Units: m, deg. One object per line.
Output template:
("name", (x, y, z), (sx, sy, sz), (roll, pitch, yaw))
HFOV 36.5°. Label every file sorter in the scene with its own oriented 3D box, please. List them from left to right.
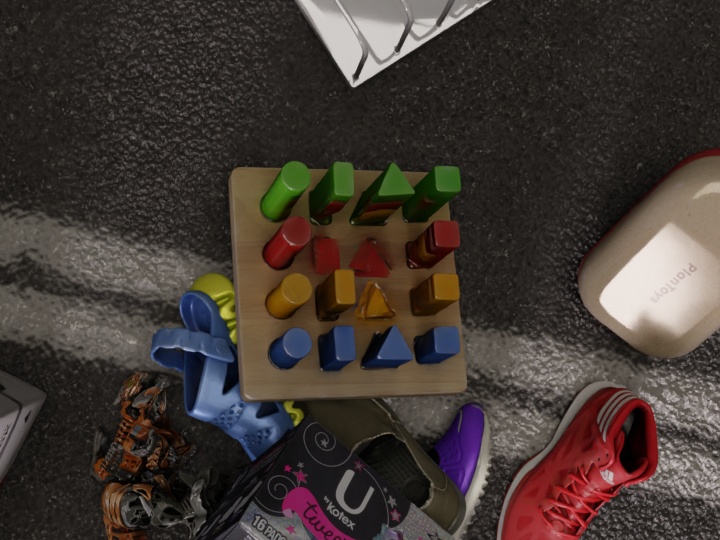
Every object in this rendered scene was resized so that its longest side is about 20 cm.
("file sorter", (0.042, -0.279, 0.949), (0.199, 0.125, 0.139), (-33, 91, -5))

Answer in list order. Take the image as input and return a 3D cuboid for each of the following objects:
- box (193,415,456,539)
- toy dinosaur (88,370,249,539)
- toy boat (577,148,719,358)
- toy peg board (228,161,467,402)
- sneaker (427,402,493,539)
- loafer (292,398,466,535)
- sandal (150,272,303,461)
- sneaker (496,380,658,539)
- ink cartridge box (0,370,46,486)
("box", (-0.018, 0.233, 0.846), (0.200, 0.132, 0.115), (40, 46, -7))
("toy dinosaur", (-0.174, 0.193, 0.942), (0.134, 0.102, 0.202), (4, 103, 16))
("toy boat", (0.292, -0.027, 0.968), (0.130, 0.131, 0.200), (38, 128, -3))
("toy peg board", (0.000, 0.000, 0.909), (0.198, 0.098, 0.201), (0, 75, -17))
("sneaker", (0.046, 0.202, 0.960), (0.099, 0.070, 0.202), (22, 86, -2))
("loafer", (0.008, 0.145, 0.926), (0.200, 0.070, 0.075), (37, 79, 28))
("sandal", (-0.115, 0.106, 0.933), (0.087, 0.079, 0.201), (-26, 82, -41))
("sneaker", (0.188, 0.189, 0.950), (0.078, 0.116, 0.201), (27, 86, -4))
("ink cartridge box", (-0.331, 0.152, 0.860), (0.082, 0.200, 0.148), (27, 86, -5))
